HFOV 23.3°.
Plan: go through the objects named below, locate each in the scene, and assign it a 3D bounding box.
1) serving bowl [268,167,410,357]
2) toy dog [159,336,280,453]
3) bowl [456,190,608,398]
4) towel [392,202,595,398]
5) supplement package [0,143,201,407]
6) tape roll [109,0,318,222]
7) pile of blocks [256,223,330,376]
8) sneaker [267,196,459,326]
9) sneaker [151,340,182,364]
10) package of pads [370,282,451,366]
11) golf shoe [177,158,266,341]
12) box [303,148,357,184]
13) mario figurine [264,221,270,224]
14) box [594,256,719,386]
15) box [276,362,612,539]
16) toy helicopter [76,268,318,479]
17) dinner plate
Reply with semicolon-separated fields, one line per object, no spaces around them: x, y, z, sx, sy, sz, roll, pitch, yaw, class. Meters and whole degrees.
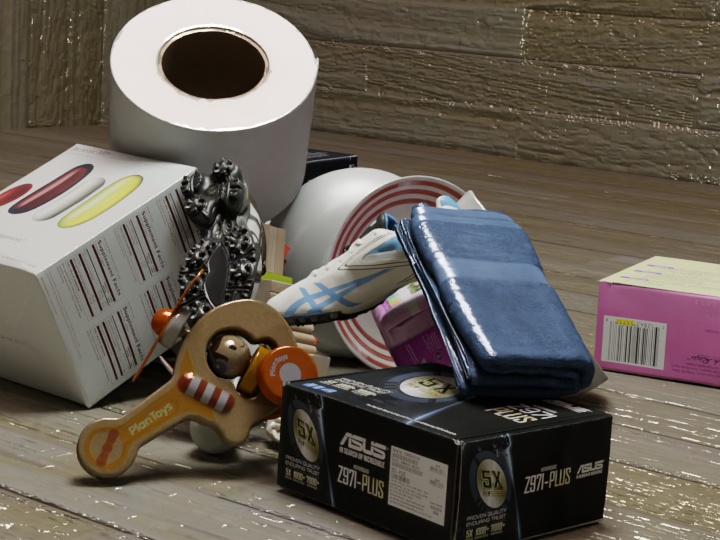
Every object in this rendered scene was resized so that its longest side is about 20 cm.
0.000;0.000;1.773;0.200;0.200;0.066;1;15;-11;serving bowl
-0.110;0.087;1.512;0.132;0.097;0.200;-4;11;-19;toy dog
0.144;0.037;1.656;0.200;0.075;0.200;54;4;21;bowl
0.104;0.024;1.376;0.111;0.049;0.200;4;36;-22;towel
-0.262;-0.001;1.641;0.191;0.147;0.200;12;39;42;supplement package
-0.148;-0.154;1.726;0.202;0.139;0.203;5;46;-5;tape roll
-0.080;0.046;1.672;0.062;0.200;0.082;14;-41;-43;pile of blocks
0.005;-0.003;1.515;0.200;0.073;0.072;-23;-7;13;sneaker
-0.179;0.063;1.749;0.200;0.072;0.072;5;-9;15;sneaker
0.065;0.069;1.601;0.076;0.121;0.200;-29;13;0;package of pads
-0.111;-0.004;1.550;0.078;0.095;0.200;-15;48;15;golf shoe
-0.140;-0.126;2.677;0.200;0.118;0.197;11;12;32;box
-0.124;0.007;1.931;0.200;0.124;0.106;-3;-2;-13;mario figurine
0.365;0.054;1.871;0.176;0.097;0.200;8;12;25;box
0.061;0.136;1.324;0.164;0.086;0.200;-4;12;-41;box
-0.141;0.089;1.373;0.200;0.132;0.079;-33;-3;-22;toy helicopter
0.050;0.006;1.735;0.200;0.201;0.024;-2;5;-29;dinner plate
